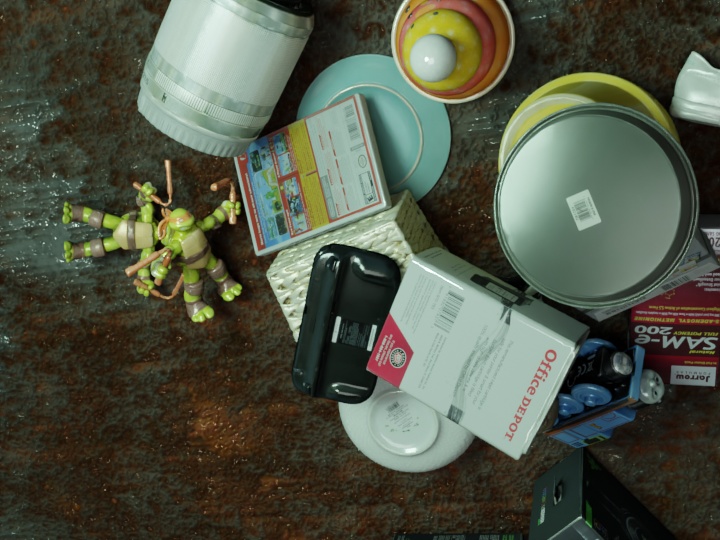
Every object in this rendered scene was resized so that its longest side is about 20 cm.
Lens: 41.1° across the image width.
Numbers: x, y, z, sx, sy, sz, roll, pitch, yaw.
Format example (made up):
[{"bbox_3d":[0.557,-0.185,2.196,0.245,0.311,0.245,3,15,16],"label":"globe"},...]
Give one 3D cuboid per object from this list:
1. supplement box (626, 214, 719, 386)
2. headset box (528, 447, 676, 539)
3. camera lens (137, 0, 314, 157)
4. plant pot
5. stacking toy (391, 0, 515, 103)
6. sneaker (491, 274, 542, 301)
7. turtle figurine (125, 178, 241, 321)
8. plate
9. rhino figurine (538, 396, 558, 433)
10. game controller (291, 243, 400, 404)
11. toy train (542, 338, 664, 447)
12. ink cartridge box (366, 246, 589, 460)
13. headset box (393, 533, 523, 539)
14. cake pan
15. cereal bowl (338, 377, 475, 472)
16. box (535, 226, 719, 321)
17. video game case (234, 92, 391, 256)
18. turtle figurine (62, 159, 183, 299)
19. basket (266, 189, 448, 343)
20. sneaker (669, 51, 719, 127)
[{"bbox_3d":[0.379,0.035,1.156,0.108,0.061,0.201,1,110,14],"label":"supplement box"},{"bbox_3d":[0.306,0.346,1.223,0.200,0.174,0.093,45,113,-4],"label":"headset box"},{"bbox_3d":[-0.157,-0.256,1.123,0.159,0.160,0.201,30,113,1],"label":"camera lens"},{"bbox_3d":[0.236,-0.119,1.039,0.199,0.189,0.202,2,94,24],"label":"plant pot"},{"bbox_3d":[0.093,-0.243,1.047,0.145,0.200,0.147,3,109,10],"label":"stacking toy"},{"bbox_3d":[0.128,0.036,1.196,0.198,0.076,0.088,-6,134,5],"label":"sneaker"},{"bbox_3d":[-0.219,-0.016,1.228,0.064,0.200,0.162,13,135,31],"label":"turtle figurine"},{"bbox_3d":[0.012,-0.165,1.190,0.199,0.026,0.202,4,110,11],"label":"plate"},{"bbox_3d":[0.176,0.134,1.160,0.059,0.200,0.088,8,99,-25],"label":"rhino figurine"},{"bbox_3d":[-0.019,0.067,1.129,0.104,0.042,0.201,10,114,-6],"label":"game controller"},{"bbox_3d":[0.278,0.148,1.158,0.114,0.087,0.200,23,150,-15],"label":"toy train"},{"bbox_3d":[0.128,0.086,1.046,0.199,0.083,0.146,29,110,17],"label":"ink cartridge box"},{"bbox_3d":[0.147,0.465,1.337,0.198,0.093,0.175,-3,109,14],"label":"headset box"},{"bbox_3d":[0.221,-0.061,0.926,0.199,0.037,0.202,2,96,23],"label":"cake pan"},{"bbox_3d":[0.063,0.184,1.271,0.198,0.083,0.202,4,111,11],"label":"cereal bowl"},{"bbox_3d":[0.287,-0.010,1.033,0.155,0.200,0.041,-28,64,24],"label":"box"},{"bbox_3d":[-0.064,-0.115,1.180,0.199,0.017,0.144,-19,80,29],"label":"video game case"},{"bbox_3d":[-0.310,-0.059,1.279,0.160,0.065,0.201,2,117,-6],"label":"turtle figurine"},{"bbox_3d":[0.000,0.000,1.186,0.199,0.136,0.124,-22,107,19],"label":"basket"},{"bbox_3d":[0.451,-0.193,1.057,0.199,0.075,0.089,14,100,9],"label":"sneaker"}]
